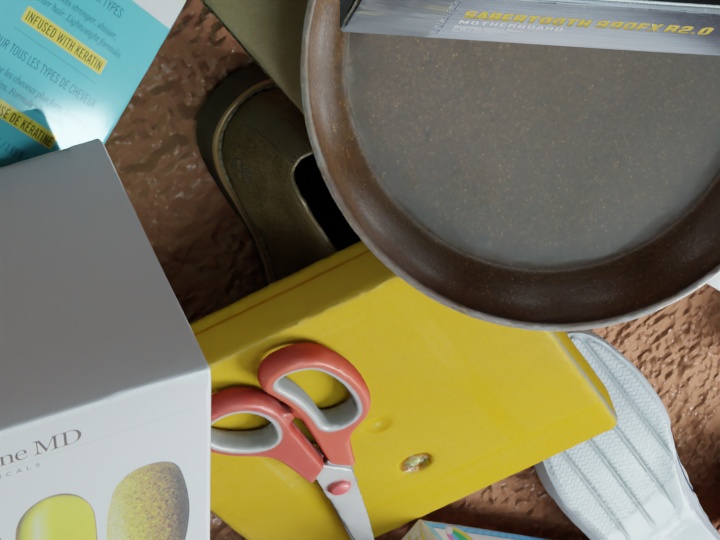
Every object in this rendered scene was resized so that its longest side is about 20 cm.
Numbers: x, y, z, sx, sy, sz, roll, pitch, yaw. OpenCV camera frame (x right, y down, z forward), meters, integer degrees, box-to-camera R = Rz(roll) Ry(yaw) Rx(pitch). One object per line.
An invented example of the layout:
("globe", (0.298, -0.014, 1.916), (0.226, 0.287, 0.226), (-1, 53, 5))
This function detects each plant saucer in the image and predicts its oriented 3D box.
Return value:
("plant saucer", (0.074, -0.078, 0.847), (0.200, 0.034, 0.201), (-1, 100, -8))

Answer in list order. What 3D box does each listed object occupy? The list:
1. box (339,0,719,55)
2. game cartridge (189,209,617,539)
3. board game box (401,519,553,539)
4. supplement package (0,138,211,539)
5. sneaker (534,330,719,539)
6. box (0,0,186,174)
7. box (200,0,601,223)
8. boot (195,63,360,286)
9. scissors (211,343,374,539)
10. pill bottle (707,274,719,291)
("box", (0.072, -0.180, 0.790), (0.158, 0.201, 0.048), (3, 165, -12))
("game cartridge", (0.004, 0.055, 0.972), (0.176, 0.033, 0.200), (-26, 146, 9))
("board game box", (0.108, 0.188, 1.100), (0.034, 0.134, 0.200), (-50, 149, 14))
("supplement package", (-0.123, 0.069, 0.802), (0.113, 0.110, 0.200), (-17, 144, -17))
("sneaker", (0.129, 0.109, 1.142), (0.073, 0.071, 0.200), (-33, 113, -8))
("box", (-0.093, -0.129, 0.789), (0.082, 0.049, 0.200), (34, 84, -49))
("box", (0.037, -0.142, 0.861), (0.200, 0.021, 0.164), (-42, 102, 1))
("boot", (0.000, 0.000, 0.964), (0.074, 0.075, 0.200), (-43, 136, -6))
("scissors", (-0.006, 0.085, 0.968), (0.073, 0.014, 0.200), (-28, 144, 12))
("pill bottle", (0.202, -0.089, 1.022), (0.113, 0.113, 0.200), (23, 105, -43))
